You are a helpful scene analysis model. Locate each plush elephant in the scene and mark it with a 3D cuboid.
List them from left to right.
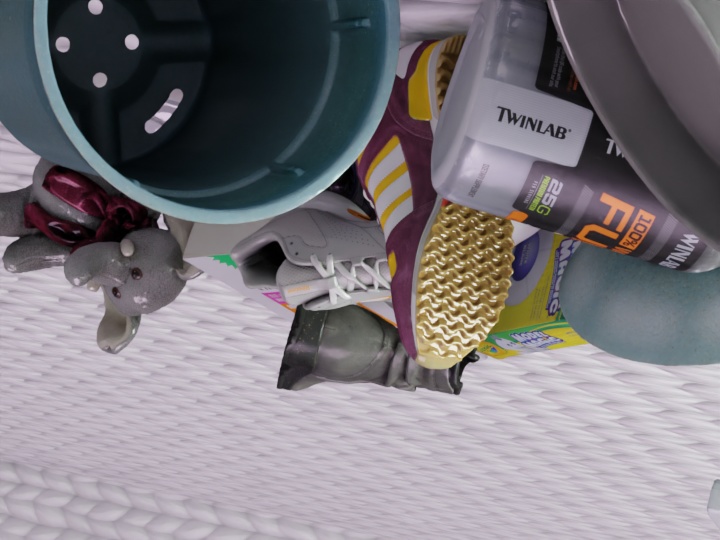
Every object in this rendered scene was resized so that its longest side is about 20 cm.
[{"bbox_3d":[-0.195,-0.026,1.658,0.200,0.165,0.155,11,-142,-44],"label":"plush elephant"}]

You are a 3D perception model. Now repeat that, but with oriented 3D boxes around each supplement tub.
[{"bbox_3d":[0.149,-0.072,1.216,0.200,0.123,0.123,17,166,-6],"label":"supplement tub"}]

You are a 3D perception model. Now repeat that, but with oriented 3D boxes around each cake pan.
[{"bbox_3d":[0.155,-0.098,1.056,0.200,0.037,0.200,57,170,16],"label":"cake pan"}]

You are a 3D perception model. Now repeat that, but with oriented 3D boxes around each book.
[{"bbox_3d":[-0.013,0.014,1.603,0.200,0.048,0.134,30,160,-35],"label":"book"}]

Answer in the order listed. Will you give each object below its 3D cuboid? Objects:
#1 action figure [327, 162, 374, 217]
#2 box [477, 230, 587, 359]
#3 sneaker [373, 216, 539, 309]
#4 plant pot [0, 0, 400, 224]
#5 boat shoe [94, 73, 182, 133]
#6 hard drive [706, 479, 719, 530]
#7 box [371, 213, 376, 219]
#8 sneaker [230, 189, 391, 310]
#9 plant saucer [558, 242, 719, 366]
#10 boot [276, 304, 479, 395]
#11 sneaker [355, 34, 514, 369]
[{"bbox_3d":[-0.039,-0.094,1.459,0.130,0.069,0.200,19,164,16],"label":"action figure"},{"bbox_3d":[0.137,-0.006,1.500,0.048,0.117,0.200,20,165,-23],"label":"box"},{"bbox_3d":[0.079,-0.067,1.439,0.079,0.130,0.199,39,139,30],"label":"sneaker"},{"bbox_3d":[-0.112,-0.127,1.175,0.200,0.200,0.196,22,172,-26],"label":"plant pot"},{"bbox_3d":[-0.109,-0.082,1.565,0.200,0.069,0.072,25,163,-34],"label":"boat shoe"},{"bbox_3d":[0.337,0.180,1.431,0.200,0.027,0.132,9,166,21],"label":"hard drive"},{"bbox_3d":[0.051,0.003,1.720,0.200,0.075,0.100,21,165,-16],"label":"box"},{"bbox_3d":[0.000,0.000,1.388,0.092,0.076,0.200,-29,-157,-38],"label":"sneaker"},{"bbox_3d":[0.214,-0.017,1.312,0.201,0.201,0.039,6,127,34],"label":"plant saucer"},{"bbox_3d":[0.012,0.064,1.521,0.130,0.068,0.200,15,173,-2],"label":"boot"},{"bbox_3d":[0.040,-0.039,1.309,0.075,0.200,0.090,12,169,-36],"label":"sneaker"}]
